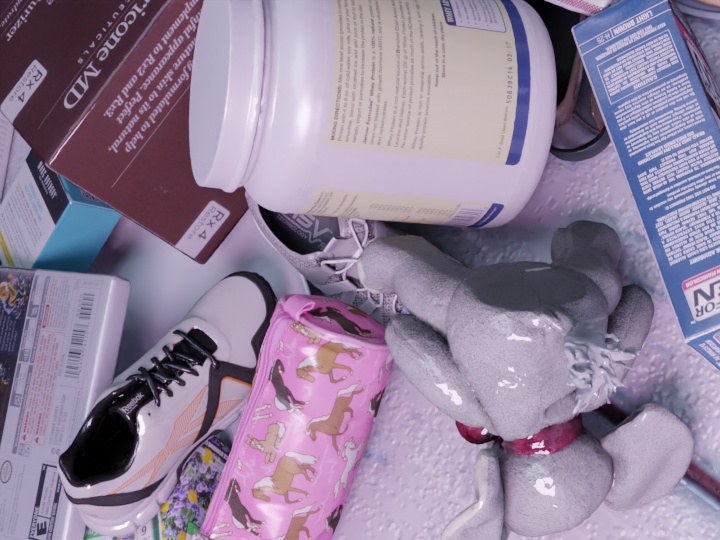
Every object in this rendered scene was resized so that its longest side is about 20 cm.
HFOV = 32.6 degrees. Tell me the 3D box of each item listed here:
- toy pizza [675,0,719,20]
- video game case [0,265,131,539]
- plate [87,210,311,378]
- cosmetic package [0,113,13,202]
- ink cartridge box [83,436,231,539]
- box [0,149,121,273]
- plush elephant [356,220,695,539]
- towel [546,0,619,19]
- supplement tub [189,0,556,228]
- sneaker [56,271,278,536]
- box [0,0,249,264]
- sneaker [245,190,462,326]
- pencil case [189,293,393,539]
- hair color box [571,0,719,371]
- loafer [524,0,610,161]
[{"bbox_3d":[0.246,-0.253,0.767,0.198,0.032,0.203,-10,70,30],"label":"toy pizza"},{"bbox_3d":[-0.253,0.098,0.891,0.180,0.023,0.203,4,80,33],"label":"video game case"},{"bbox_3d":[-0.129,0.000,0.929,0.198,0.032,0.202,-30,61,21],"label":"plate"},{"bbox_3d":[-0.365,-0.104,1.070,0.070,0.101,0.203,-4,73,32],"label":"cosmetic package"},{"bbox_3d":[-0.154,0.211,0.834,0.108,0.050,0.202,-16,48,29],"label":"ink cartridge box"},{"bbox_3d":[-0.265,0.000,0.975,0.201,0.049,0.083,-54,49,24],"label":"box"},{"bbox_3d":[0.098,0.076,0.703,0.200,0.162,0.157,-123,29,-63],"label":"plush elephant"},{"bbox_3d":[0.160,-0.249,0.772,0.201,0.030,0.146,-51,44,-4],"label":"towel"},{"bbox_3d":[0.004,-0.104,0.749,0.145,0.197,0.147,-176,90,-72],"label":"supplement tub"},{"bbox_3d":[-0.121,0.081,0.810,0.073,0.080,0.201,27,72,22],"label":"sneaker"},{"bbox_3d":[-0.155,-0.147,0.873,0.166,0.164,0.200,-50,49,3],"label":"box"},{"bbox_3d":[0.000,0.000,0.803,0.198,0.082,0.075,30,91,19],"label":"sneaker"},{"bbox_3d":[-0.043,0.113,0.780,0.082,0.086,0.202,26,104,20],"label":"pencil case"},{"bbox_3d":[0.189,-0.050,0.699,0.060,0.100,0.202,-24,64,22],"label":"hair color box"},{"bbox_3d":[0.127,-0.173,0.798,0.071,0.063,0.203,-16,68,26],"label":"loafer"}]
